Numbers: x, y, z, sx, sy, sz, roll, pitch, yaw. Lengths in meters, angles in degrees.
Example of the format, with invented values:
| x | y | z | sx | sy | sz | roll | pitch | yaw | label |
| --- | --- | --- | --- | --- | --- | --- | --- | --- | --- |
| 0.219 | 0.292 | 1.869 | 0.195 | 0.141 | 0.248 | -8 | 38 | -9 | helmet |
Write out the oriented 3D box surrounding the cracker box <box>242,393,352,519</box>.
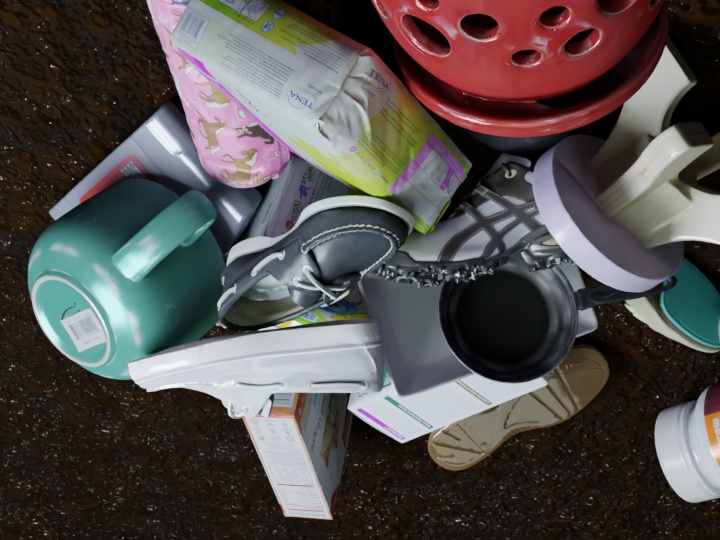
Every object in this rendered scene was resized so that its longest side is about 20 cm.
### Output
| x | y | z | sx | sy | sz | roll | pitch | yaw | label |
| --- | --- | --- | --- | --- | --- | --- | --- | --- | --- |
| -0.059 | 0.147 | 1.237 | 0.058 | 0.134 | 0.200 | 1 | 141 | 12 | cracker box |

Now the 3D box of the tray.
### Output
| x | y | z | sx | sy | sz | roll | pitch | yaw | label |
| --- | --- | --- | --- | --- | --- | --- | --- | --- | --- |
| 0.097 | 0.028 | 1.006 | 0.200 | 0.107 | 0.022 | -17 | 177 | -23 | tray |

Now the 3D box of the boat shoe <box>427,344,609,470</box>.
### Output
| x | y | z | sx | sy | sz | roll | pitch | yaw | label |
| --- | --- | --- | --- | --- | --- | --- | --- | --- | --- |
| 0.154 | 0.125 | 1.210 | 0.200 | 0.072 | 0.072 | -36 | 106 | 19 | boat shoe |

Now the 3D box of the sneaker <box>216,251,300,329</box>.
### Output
| x | y | z | sx | sy | sz | roll | pitch | yaw | label |
| --- | --- | --- | --- | --- | --- | --- | --- | --- | --- |
| -0.062 | 0.019 | 1.127 | 0.200 | 0.075 | 0.090 | 4 | 146 | 8 | sneaker |

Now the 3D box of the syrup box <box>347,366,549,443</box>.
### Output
| x | y | z | sx | sy | sz | roll | pitch | yaw | label |
| --- | --- | --- | --- | --- | --- | --- | --- | --- | --- |
| 0.085 | 0.091 | 1.173 | 0.081 | 0.079 | 0.200 | 37 | 136 | -28 | syrup box |

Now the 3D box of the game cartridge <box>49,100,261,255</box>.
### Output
| x | y | z | sx | sy | sz | roll | pitch | yaw | label |
| --- | --- | --- | --- | --- | --- | --- | --- | --- | --- |
| -0.181 | -0.050 | 1.072 | 0.133 | 0.041 | 0.200 | 46 | 133 | -13 | game cartridge |

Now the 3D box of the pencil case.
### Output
| x | y | z | sx | sy | sz | roll | pitch | yaw | label |
| --- | --- | --- | --- | --- | --- | --- | --- | --- | --- |
| -0.103 | -0.155 | 0.919 | 0.083 | 0.087 | 0.200 | -20 | 140 | -8 | pencil case |

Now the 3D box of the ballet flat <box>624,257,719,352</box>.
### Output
| x | y | z | sx | sy | sz | roll | pitch | yaw | label |
| --- | --- | --- | --- | --- | --- | --- | --- | --- | --- |
| 0.244 | 0.006 | 1.049 | 0.069 | 0.070 | 0.200 | -27 | 126 | 38 | ballet flat |

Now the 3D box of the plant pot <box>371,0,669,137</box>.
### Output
| x | y | z | sx | sy | sz | roll | pitch | yaw | label |
| --- | --- | --- | --- | --- | --- | --- | --- | --- | --- |
| 0.093 | -0.193 | 0.727 | 0.200 | 0.201 | 0.183 | 3 | 145 | 12 | plant pot |

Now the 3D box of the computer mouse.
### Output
| x | y | z | sx | sy | sz | roll | pitch | yaw | label |
| --- | --- | --- | --- | --- | --- | --- | --- | --- | --- |
| 0.062 | -0.133 | 0.929 | 0.140 | 0.046 | 0.200 | -25 | 129 | 37 | computer mouse |

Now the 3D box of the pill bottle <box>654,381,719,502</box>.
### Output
| x | y | z | sx | sy | sz | roll | pitch | yaw | label |
| --- | --- | --- | --- | --- | --- | --- | --- | --- | --- |
| 0.388 | 0.149 | 1.137 | 0.200 | 0.114 | 0.114 | -25 | 129 | 37 | pill bottle |

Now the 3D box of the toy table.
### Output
| x | y | z | sx | sy | sz | roll | pitch | yaw | label |
| --- | --- | --- | --- | --- | --- | --- | --- | --- | --- |
| 0.219 | -0.070 | 0.880 | 0.117 | 0.200 | 0.184 | -37 | 88 | 32 | toy table |

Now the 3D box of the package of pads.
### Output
| x | y | z | sx | sy | sz | roll | pitch | yaw | label |
| --- | --- | --- | --- | --- | --- | --- | --- | --- | --- |
| -0.021 | -0.110 | 0.837 | 0.154 | 0.068 | 0.200 | 33 | 178 | 32 | package of pads |

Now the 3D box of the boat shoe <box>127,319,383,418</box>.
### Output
| x | y | z | sx | sy | sz | roll | pitch | yaw | label |
| --- | --- | --- | --- | --- | --- | --- | --- | --- | --- |
| -0.079 | 0.082 | 0.947 | 0.200 | 0.069 | 0.072 | -8 | -179 | -4 | boat shoe |

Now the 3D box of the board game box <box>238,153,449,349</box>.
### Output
| x | y | z | sx | sy | sz | roll | pitch | yaw | label |
| --- | --- | --- | --- | --- | --- | --- | --- | --- | --- |
| 0.000 | 0.000 | 1.046 | 0.200 | 0.105 | 0.103 | 25 | 157 | -15 | board game box |

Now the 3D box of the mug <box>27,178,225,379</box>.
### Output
| x | y | z | sx | sy | sz | roll | pitch | yaw | label |
| --- | --- | --- | --- | --- | --- | --- | --- | --- | --- |
| -0.202 | 0.003 | 1.006 | 0.152 | 0.114 | 0.185 | 26 | 133 | 23 | mug |

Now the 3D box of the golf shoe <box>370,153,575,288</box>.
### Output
| x | y | z | sx | sy | sz | roll | pitch | yaw | label |
| --- | --- | --- | --- | --- | --- | --- | --- | --- | --- |
| 0.095 | -0.040 | 0.940 | 0.200 | 0.095 | 0.078 | -9 | 176 | -17 | golf shoe |

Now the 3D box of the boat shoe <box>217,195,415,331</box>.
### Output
| x | y | z | sx | sy | sz | roll | pitch | yaw | label |
| --- | --- | --- | --- | --- | --- | --- | --- | --- | --- |
| -0.036 | 0.001 | 0.883 | 0.076 | 0.060 | 0.200 | 28 | 150 | -25 | boat shoe |

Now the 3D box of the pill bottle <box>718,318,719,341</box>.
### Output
| x | y | z | sx | sy | sz | roll | pitch | yaw | label |
| --- | --- | --- | --- | --- | --- | --- | --- | --- | --- |
| 0.401 | 0.032 | 0.992 | 0.111 | 0.111 | 0.200 | 35 | 137 | -26 | pill bottle |

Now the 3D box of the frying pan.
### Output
| x | y | z | sx | sy | sz | roll | pitch | yaw | label |
| --- | --- | --- | --- | --- | --- | --- | --- | --- | --- |
| 0.149 | 0.015 | 0.983 | 0.115 | 0.190 | 0.031 | 56 | 166 | 8 | frying pan |
